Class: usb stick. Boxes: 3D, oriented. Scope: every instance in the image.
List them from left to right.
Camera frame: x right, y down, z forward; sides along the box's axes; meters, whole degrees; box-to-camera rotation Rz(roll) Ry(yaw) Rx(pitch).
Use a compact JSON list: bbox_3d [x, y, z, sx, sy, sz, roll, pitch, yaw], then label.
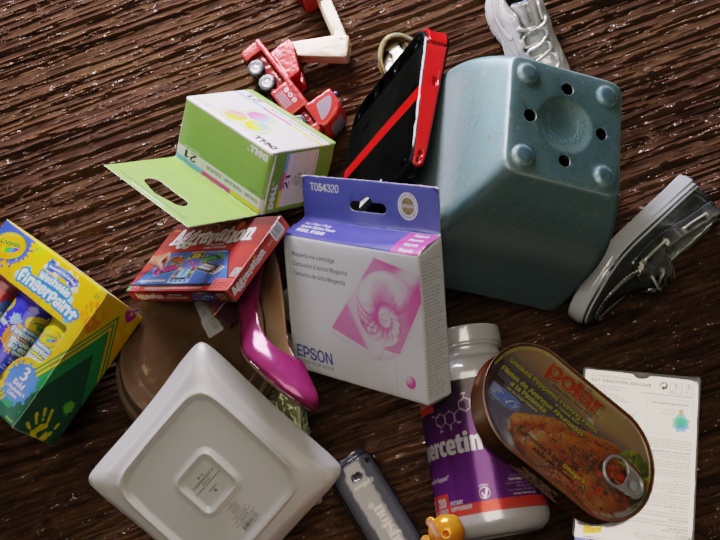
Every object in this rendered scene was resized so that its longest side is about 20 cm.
[{"bbox_3d":[0.036,0.278,1.014,0.055,0.033,0.202,-33,71,0],"label":"usb stick"}]

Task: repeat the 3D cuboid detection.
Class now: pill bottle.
[{"bbox_3d":[0.118,0.161,0.992,0.110,0.113,0.204,-11,72,6],"label":"pill bottle"}]

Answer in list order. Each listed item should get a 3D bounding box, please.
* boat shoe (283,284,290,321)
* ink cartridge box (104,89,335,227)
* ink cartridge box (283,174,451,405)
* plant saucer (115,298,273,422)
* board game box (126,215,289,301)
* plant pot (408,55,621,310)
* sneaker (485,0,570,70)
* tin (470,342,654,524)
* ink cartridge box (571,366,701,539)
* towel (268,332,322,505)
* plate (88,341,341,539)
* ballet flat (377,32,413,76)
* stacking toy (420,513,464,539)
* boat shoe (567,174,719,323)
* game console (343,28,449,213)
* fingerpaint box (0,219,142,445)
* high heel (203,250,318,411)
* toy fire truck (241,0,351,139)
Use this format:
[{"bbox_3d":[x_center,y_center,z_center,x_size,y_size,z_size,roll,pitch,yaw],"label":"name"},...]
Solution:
[{"bbox_3d":[0.000,0.000,1.092,0.197,0.068,0.072,-27,116,11],"label":"boat shoe"},{"bbox_3d":[-0.146,-0.123,1.060,0.147,0.198,0.077,34,120,28],"label":"ink cartridge box"},{"bbox_3d":[0.000,0.014,0.981,0.194,0.043,0.204,9,111,45],"label":"ink cartridge box"},{"bbox_3d":[-0.177,0.085,1.072,0.196,0.030,0.204,-7,60,12],"label":"plant saucer"},{"bbox_3d":[-0.167,-0.011,1.062,0.198,0.020,0.104,-2,45,48],"label":"board game box"},{"bbox_3d":[0.158,-0.098,0.975,0.192,0.200,0.200,12,69,-13],"label":"plant pot"},{"bbox_3d":[0.188,-0.252,1.113,0.073,0.087,0.203,-22,73,0],"label":"sneaker"},{"bbox_3d":[0.191,0.154,0.940,0.199,0.042,0.113,39,64,-5],"label":"tin"},{"bbox_3d":[0.273,0.204,0.992,0.117,0.042,0.204,5,72,10],"label":"ink cartridge box"},{"bbox_3d":[-0.123,0.169,1.069,0.145,0.037,0.204,-14,72,6],"label":"towel"},{"bbox_3d":[-0.152,0.211,1.009,0.199,0.032,0.200,41,99,-2],"label":"plate"},{"bbox_3d":[0.077,-0.186,1.123,0.070,0.071,0.202,-30,72,0],"label":"ballet flat"},{"bbox_3d":[0.034,0.308,0.938,0.116,0.109,0.202,38,102,18],"label":"stacking toy"},{"bbox_3d":[0.298,-0.013,1.032,0.071,0.072,0.200,41,82,22],"label":"boat shoe"},{"bbox_3d":[0.031,-0.139,1.047,0.031,0.200,0.180,17,63,-18],"label":"game console"},{"bbox_3d":[-0.365,0.063,1.095,0.198,0.073,0.168,30,81,33],"label":"fingerpaint box"},{"bbox_3d":[-0.082,0.051,1.006,0.096,0.067,0.200,-46,57,0],"label":"high heel"},{"bbox_3d":[-0.061,-0.252,1.173,0.140,0.049,0.201,-37,72,-2],"label":"toy fire truck"}]
